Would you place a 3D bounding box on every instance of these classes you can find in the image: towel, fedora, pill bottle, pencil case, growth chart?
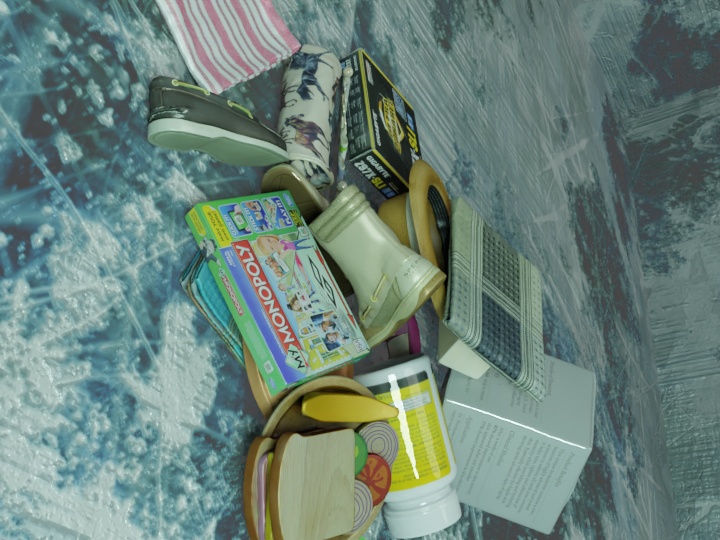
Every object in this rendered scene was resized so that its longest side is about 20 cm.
[{"bbox_3d":[-0.110,0.040,0.930,0.202,0.021,0.148,59,32,-29],"label":"towel"},{"bbox_3d":[0.069,-0.031,1.054,0.200,0.080,0.205,-10,90,-70],"label":"fedora"},{"bbox_3d":[0.164,0.035,1.054,0.192,0.034,0.203,38,43,-30],"label":"towel"},{"bbox_3d":[0.056,0.215,1.058,0.114,0.112,0.204,-12,87,-62],"label":"pill bottle"},{"bbox_3d":[-0.153,-0.292,0.981,0.148,0.030,0.200,61,35,-13],"label":"towel"},{"bbox_3d":[-0.066,-0.189,1.066,0.090,0.076,0.204,82,9,-58],"label":"pencil case"},{"bbox_3d":[-0.027,-0.149,1.105,0.146,0.017,0.204,104,-10,-58],"label":"growth chart"}]

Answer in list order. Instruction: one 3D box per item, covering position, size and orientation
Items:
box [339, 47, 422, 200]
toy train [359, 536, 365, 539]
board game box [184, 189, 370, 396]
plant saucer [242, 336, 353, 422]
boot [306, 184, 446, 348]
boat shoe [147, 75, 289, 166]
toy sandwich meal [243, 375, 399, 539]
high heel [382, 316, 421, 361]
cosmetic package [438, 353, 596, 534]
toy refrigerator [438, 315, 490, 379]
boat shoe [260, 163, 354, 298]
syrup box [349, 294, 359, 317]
[{"bbox_3d":[0.034,-0.201,1.260,0.159,0.049,0.203,41,34,-46],"label":"box"},{"bbox_3d":[-0.039,0.277,0.928,0.057,0.041,0.202,-51,123,-45],"label":"toy train"},{"bbox_3d":[-0.083,0.016,0.880,0.133,0.029,0.203,-14,72,-50],"label":"board game box"},{"bbox_3d":[-0.060,0.089,0.947,0.200,0.037,0.204,40,44,-51],"label":"plant saucer"},{"bbox_3d":[0.000,0.000,0.977,0.156,0.200,0.073,46,63,3],"label":"boot"},{"bbox_3d":[-0.144,-0.154,0.906,0.200,0.070,0.062,8,74,-58],"label":"boat shoe"},{"bbox_3d":[-0.029,0.203,0.864,0.202,0.070,0.210,-1,92,-39],"label":"toy sandwich meal"},{"bbox_3d":[0.073,0.149,1.170,0.095,0.066,0.205,6,71,-57],"label":"high heel"},{"bbox_3d":[0.198,0.216,1.170,0.167,0.196,0.170,-64,171,-56],"label":"cosmetic package"},{"bbox_3d":[0.153,0.038,1.149,0.069,0.076,0.202,24,41,-15],"label":"toy refrigerator"},{"bbox_3d":[-0.058,-0.055,1.029,0.066,0.071,0.201,-85,151,-48],"label":"boat shoe"},{"bbox_3d":[0.052,-0.013,1.197,0.200,0.080,0.080,-39,110,-59],"label":"syrup box"}]
